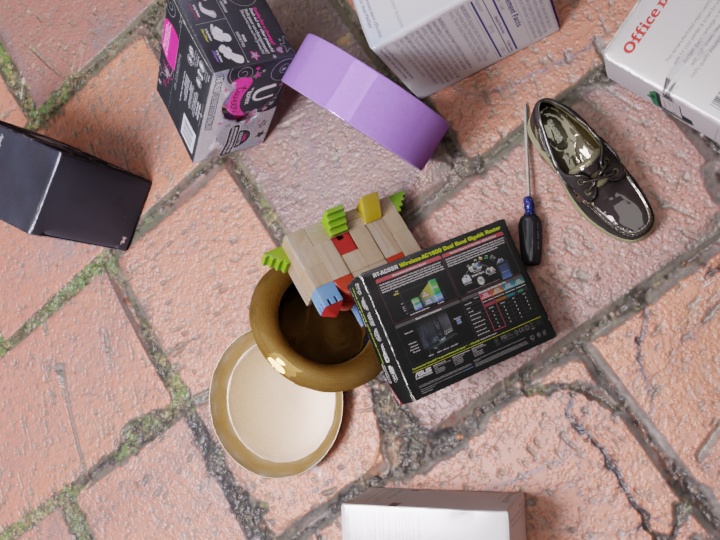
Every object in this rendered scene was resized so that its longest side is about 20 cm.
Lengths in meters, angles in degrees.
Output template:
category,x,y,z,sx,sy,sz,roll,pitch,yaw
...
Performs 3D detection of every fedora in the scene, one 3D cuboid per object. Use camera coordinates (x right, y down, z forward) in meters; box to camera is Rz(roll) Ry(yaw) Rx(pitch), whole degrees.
category,x,y,z,sx,sy,sz,roll,pitch,yaw
fedora,-0.053,0.078,0.978,0.201,0.200,0.082,45,138,18

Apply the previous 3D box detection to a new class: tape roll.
category,x,y,z,sx,sy,sz,roll,pitch,yaw
tape roll,0.006,-0.199,0.937,0.199,0.200,0.066,35,99,20

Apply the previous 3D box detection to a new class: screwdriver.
category,x,y,z,sx,sy,sz,roll,pitch,yaw
screwdriver,0.199,-0.105,0.951,0.029,0.028,0.202,-4,82,-8

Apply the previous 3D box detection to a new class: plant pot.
category,x,y,z,sx,sy,sz,roll,pitch,yaw
plant pot,-0.110,0.172,1.048,0.198,0.027,0.202,-2,86,22

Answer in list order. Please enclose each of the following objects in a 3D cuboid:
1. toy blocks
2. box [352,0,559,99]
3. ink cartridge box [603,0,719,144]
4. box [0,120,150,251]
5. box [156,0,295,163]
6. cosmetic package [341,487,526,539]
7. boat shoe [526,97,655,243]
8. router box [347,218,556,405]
category,x,y,z,sx,sy,sz,roll,pitch,yaw
toy blocks,0.000,0.000,0.955,0.199,0.100,0.137,-22,71,-25
box,0.112,-0.313,0.915,0.199,0.184,0.106,-23,77,17
ink cartridge box,0.388,-0.233,0.854,0.200,0.084,0.147,38,99,19
box,-0.442,-0.124,1.107,0.199,0.196,0.118,24,94,21
box,-0.176,-0.251,1.005,0.114,0.200,0.133,-22,75,-26
cosmetic package,0.088,0.304,0.918,0.198,0.113,0.082,-5,84,19
boat shoe,0.260,-0.115,0.905,0.073,0.065,0.200,-42,75,10
router box,0.103,0.046,0.897,0.198,0.062,0.151,-20,82,-19
